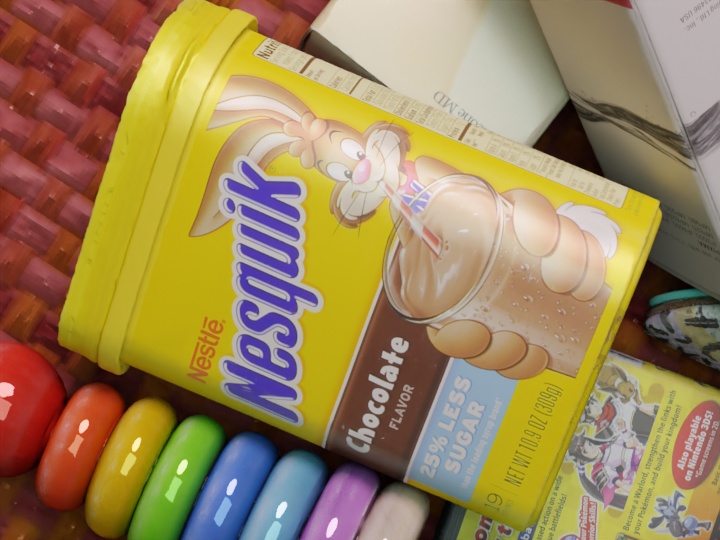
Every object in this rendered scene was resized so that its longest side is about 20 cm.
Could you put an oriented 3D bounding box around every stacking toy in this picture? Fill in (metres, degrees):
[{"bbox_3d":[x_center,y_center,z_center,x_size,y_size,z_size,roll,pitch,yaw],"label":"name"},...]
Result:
[{"bbox_3d":[-0.076,0.085,1.035,0.199,0.085,0.086,25,84,5],"label":"stacking toy"}]

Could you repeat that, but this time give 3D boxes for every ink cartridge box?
[{"bbox_3d":[0.149,-0.107,1.000,0.145,0.085,0.201,-39,125,-16],"label":"ink cartridge box"}]

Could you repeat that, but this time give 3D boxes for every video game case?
[{"bbox_3d":[0.113,0.143,1.066,0.179,0.026,0.201,20,85,-3],"label":"video game case"}]

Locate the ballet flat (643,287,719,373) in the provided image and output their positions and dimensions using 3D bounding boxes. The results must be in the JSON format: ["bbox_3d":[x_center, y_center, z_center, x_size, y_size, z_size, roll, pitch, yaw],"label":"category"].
[{"bbox_3d":[0.216,0.032,1.058,0.199,0.072,0.073,-6,86,-6],"label":"ballet flat"}]

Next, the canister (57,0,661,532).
[{"bbox_3d":[0.000,0.000,1.003,0.199,0.087,0.149,22,117,5],"label":"canister"}]

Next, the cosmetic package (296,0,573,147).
[{"bbox_3d":[0.075,-0.139,1.060,0.105,0.071,0.201,37,84,-2],"label":"cosmetic package"}]
